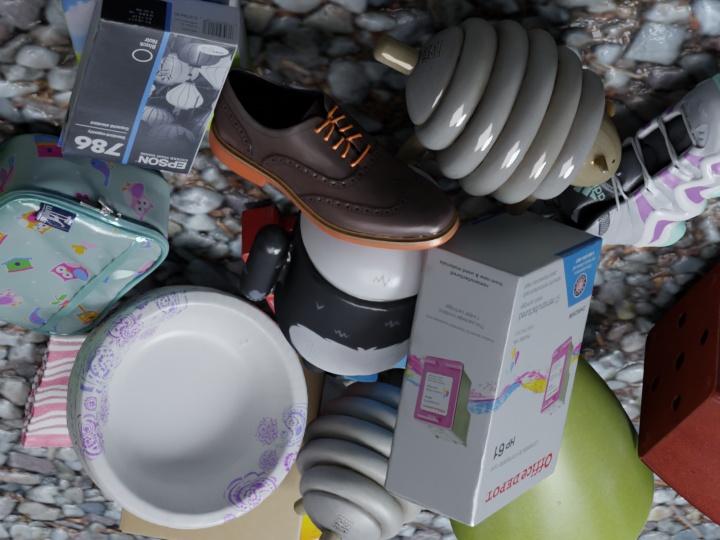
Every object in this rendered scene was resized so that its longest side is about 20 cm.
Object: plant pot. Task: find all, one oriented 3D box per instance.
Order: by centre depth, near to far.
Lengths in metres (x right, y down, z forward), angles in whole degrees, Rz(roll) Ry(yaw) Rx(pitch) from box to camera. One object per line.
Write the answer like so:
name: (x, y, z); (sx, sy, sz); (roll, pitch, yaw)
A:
plant pot: (0.145, 0.138, 1.735); (0.185, 0.188, 0.201); (-6, 144, 12)
plant pot: (0.345, 0.105, 1.742); (0.175, 0.201, 0.200); (20, 144, -13)

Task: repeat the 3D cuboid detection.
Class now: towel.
towel: (-0.237, 0.122, 1.931); (0.145, 0.030, 0.200); (10, 146, -13)

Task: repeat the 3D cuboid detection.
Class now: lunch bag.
lunch bag: (-0.249, -0.024, 1.662); (0.159, 0.078, 0.200); (22, 143, -27)

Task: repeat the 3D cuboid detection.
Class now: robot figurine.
robot figurine: (0.001, -0.001, 1.560); (0.125, 0.150, 0.201); (43, 147, 15)

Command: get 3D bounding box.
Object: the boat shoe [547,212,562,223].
boat shoe: (0.120, 0.023, 1.637); (0.076, 0.200, 0.072); (41, 169, 15)

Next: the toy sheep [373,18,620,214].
toy sheep: (0.097, -0.114, 1.457); (0.198, 0.139, 0.138); (20, 143, -16)

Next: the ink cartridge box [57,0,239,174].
ink cartridge box: (-0.155, -0.123, 1.460); (0.098, 0.040, 0.200); (8, 148, -13)

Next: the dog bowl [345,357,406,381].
dog bowl: (0.065, 0.048, 1.742); (0.199, 0.050, 0.111); (2, 149, -35)

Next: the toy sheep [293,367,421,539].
toy sheep: (0.005, 0.171, 1.774); (0.137, 0.201, 0.138); (18, 153, 9)

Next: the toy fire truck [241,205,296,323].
toy fire truck: (-0.024, -0.018, 1.690); (0.140, 0.049, 0.200); (-9, 146, 12)

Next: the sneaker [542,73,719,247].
sneaker: (0.201, -0.072, 1.542); (0.139, 0.078, 0.201); (-7, 150, -20)

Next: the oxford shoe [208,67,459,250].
oxford shoe: (-0.020, -0.078, 1.444); (0.199, 0.071, 0.073); (25, 144, 12)

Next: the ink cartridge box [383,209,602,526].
ink cartridge box: (0.099, 0.070, 1.523); (0.084, 0.144, 0.202); (21, 112, 27)

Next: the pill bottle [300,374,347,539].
pill bottle: (-0.056, 0.188, 1.949); (0.108, 0.110, 0.201); (3, 147, -2)

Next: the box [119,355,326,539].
box: (-0.120, 0.148, 1.829); (0.162, 0.202, 0.021); (10, -172, 1)

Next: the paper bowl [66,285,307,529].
paper bowl: (-0.152, 0.113, 1.745); (0.199, 0.203, 0.104); (14, 178, -18)

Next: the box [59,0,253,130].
box: (-0.145, -0.174, 1.457); (0.121, 0.048, 0.201); (-2, 147, 4)
